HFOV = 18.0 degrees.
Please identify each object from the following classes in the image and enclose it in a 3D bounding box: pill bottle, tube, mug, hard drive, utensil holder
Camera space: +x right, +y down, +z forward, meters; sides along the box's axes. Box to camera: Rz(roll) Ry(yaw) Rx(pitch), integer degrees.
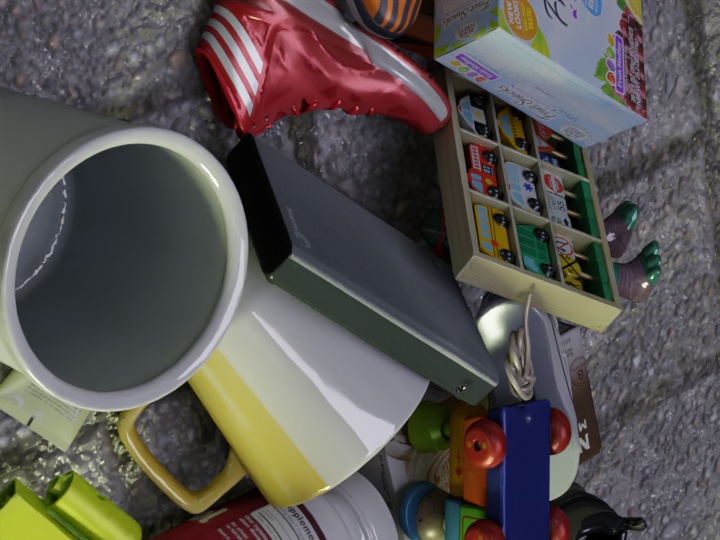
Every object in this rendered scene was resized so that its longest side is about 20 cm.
[{"bbox_3d":[-0.076,0.217,1.609,0.200,0.113,0.113,-23,115,-33],"label":"pill bottle"},{"bbox_3d":[-0.169,0.022,1.531,0.058,0.052,0.200,33,84,0],"label":"tube"},{"bbox_3d":[-0.066,0.070,1.558,0.153,0.149,0.187,49,65,-16],"label":"mug"},{"bbox_3d":[0.000,0.000,1.545,0.200,0.140,0.033,32,113,-34],"label":"hard drive"},{"bbox_3d":[-0.194,-0.022,1.394,0.170,0.200,0.171,-13,111,-36],"label":"utensil holder"}]

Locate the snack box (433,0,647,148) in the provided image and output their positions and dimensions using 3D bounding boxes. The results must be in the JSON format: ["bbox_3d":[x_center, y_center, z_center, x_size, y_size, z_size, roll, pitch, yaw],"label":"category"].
[{"bbox_3d":[0.129,-0.213,1.637,0.168,0.068,0.201,27,52,-39],"label":"snack box"}]

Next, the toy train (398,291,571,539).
[{"bbox_3d":[0.081,0.110,1.611,0.084,0.115,0.201,-6,99,-44],"label":"toy train"}]

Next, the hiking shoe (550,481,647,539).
[{"bbox_3d":[0.139,0.256,1.798,0.200,0.101,0.076,-52,127,-16],"label":"hiking shoe"}]

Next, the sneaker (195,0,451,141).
[{"bbox_3d":[-0.036,-0.126,1.591,0.200,0.078,0.116,35,88,-26],"label":"sneaker"}]

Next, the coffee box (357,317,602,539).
[{"bbox_3d":[0.079,0.122,1.729,0.200,0.080,0.115,-26,116,-31],"label":"coffee box"}]

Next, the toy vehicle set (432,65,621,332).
[{"bbox_3d":[0.116,-0.053,1.634,0.124,0.200,0.027,19,130,-24],"label":"toy vehicle set"}]

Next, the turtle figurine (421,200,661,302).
[{"bbox_3d":[0.121,-0.031,1.715,0.199,0.150,0.101,11,138,-21],"label":"turtle figurine"}]

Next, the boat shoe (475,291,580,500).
[{"bbox_3d":[0.125,0.081,1.659,0.065,0.073,0.201,-75,164,-50],"label":"boat shoe"}]

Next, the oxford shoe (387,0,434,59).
[{"bbox_3d":[0.105,-0.177,1.683,0.200,0.071,0.073,20,84,-40],"label":"oxford shoe"}]

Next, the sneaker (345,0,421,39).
[{"bbox_3d":[0.043,-0.262,1.548,0.077,0.112,0.201,14,74,-42],"label":"sneaker"}]

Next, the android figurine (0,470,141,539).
[{"bbox_3d":[-0.221,0.221,1.495,0.200,0.041,0.182,41,95,-18],"label":"android figurine"}]
